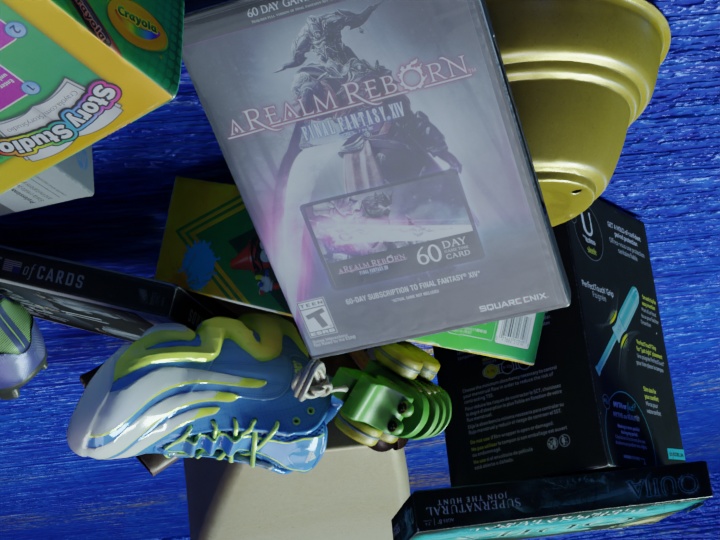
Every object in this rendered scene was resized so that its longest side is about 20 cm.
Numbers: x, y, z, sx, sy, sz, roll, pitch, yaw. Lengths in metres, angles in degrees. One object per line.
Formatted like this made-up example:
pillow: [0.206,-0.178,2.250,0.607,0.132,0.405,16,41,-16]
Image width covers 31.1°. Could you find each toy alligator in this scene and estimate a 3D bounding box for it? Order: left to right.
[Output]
toy alligator: [0.018,0.079,0.771,0.054,0.060,0.200,33,-174,19]

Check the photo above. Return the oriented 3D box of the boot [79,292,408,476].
boot: [-0.082,0.097,0.923,0.166,0.200,0.073,-38,155,-22]

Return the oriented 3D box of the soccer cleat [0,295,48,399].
soccer cleat: [-0.290,0.026,0.862,0.199,0.065,0.084,12,137,32]

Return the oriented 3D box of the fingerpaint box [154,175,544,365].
fingerpaint box: [0.000,0.000,0.822,0.166,0.074,0.199,11,178,40]

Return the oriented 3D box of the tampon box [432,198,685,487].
tampon box: [0.140,0.059,0.951,0.125,0.202,0.149,-18,159,32]

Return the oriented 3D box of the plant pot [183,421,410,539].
plant pot: [-0.053,0.126,1.130,0.198,0.201,0.177,-4,152,-12]

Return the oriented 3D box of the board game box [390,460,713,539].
board game box: [0.126,0.166,0.896,0.198,0.028,0.135,-5,162,-6]

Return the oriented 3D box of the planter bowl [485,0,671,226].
planter bowl: [0.076,-0.070,0.702,0.198,0.084,0.201,-6,164,-2]

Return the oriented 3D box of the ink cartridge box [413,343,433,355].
ink cartridge box: [0.078,0.052,1.191,0.094,0.037,0.200,-6,166,-2]

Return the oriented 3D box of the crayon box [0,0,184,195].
crayon box: [-0.182,-0.080,0.513,0.199,0.059,0.119,-23,141,27]

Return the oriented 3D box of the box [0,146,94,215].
box: [-0.260,-0.060,0.662,0.198,0.042,0.156,-10,162,11]

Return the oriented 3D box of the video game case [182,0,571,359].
video game case: [0.009,-0.052,0.624,0.141,0.019,0.201,-12,122,16]

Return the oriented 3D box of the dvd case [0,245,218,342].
dvd case: [-0.187,0.018,0.851,0.198,0.025,0.150,12,167,16]

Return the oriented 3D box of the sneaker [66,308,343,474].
sneaker: [-0.076,0.080,0.763,0.200,0.105,0.076,-24,143,-55]

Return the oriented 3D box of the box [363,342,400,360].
box: [-0.061,0.053,1.002,0.198,0.111,0.035,-6,164,-4]
